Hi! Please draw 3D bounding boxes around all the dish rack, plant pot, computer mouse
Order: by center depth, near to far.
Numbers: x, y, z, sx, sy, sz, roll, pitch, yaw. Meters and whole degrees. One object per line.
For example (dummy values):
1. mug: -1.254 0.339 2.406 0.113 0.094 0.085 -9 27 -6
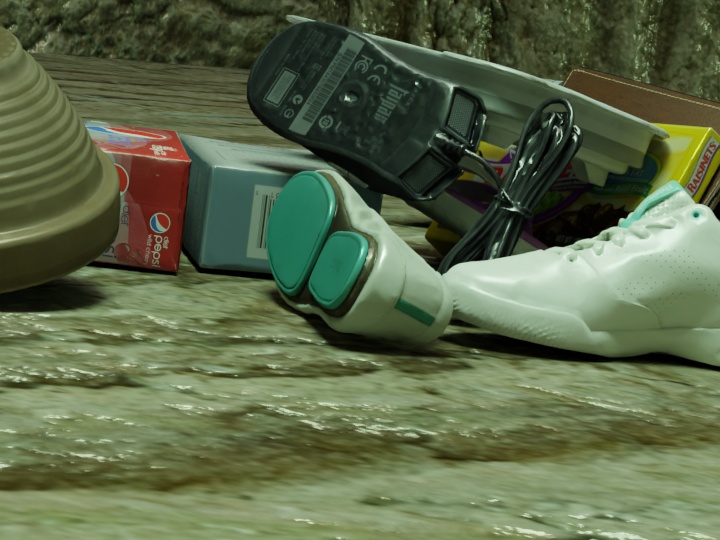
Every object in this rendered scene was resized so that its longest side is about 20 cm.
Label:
1. plant pot: -0.213 -0.067 1.154 0.200 0.093 0.201 5 23 -2
2. computer mouse: 0.014 -0.049 1.301 0.199 0.141 0.046 21 -14 27
3. dish rack: 0.063 -0.097 1.414 0.200 0.044 0.171 20 3 42

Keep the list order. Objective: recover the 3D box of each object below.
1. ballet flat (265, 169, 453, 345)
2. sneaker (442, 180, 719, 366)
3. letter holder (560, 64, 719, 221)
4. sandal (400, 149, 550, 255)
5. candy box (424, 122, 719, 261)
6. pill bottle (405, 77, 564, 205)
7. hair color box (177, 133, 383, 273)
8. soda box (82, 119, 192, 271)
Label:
1. ballet flat: 0.000 0.000 1.203 0.069 0.070 0.200 5 11 -14
2. sneaker: 0.137 -0.002 1.203 0.199 0.089 0.075 5 8 -12
3. letter holder: 0.181 -0.029 1.505 0.101 0.142 0.200 40 -9 -32
4. sandal: 0.052 -0.054 1.425 0.202 0.050 0.082 33 0 17
5. candy box: 0.128 -0.047 1.472 0.026 0.102 0.200 42 -19 -32
6. pill bottle: 0.136 -0.077 1.707 0.199 0.116 0.116 9 7 20
7. hair color box: -0.055 -0.038 1.423 0.099 0.061 0.200 7 7 -11
8. soda box: -0.138 -0.046 1.386 0.070 0.064 0.200 7 7 -7
